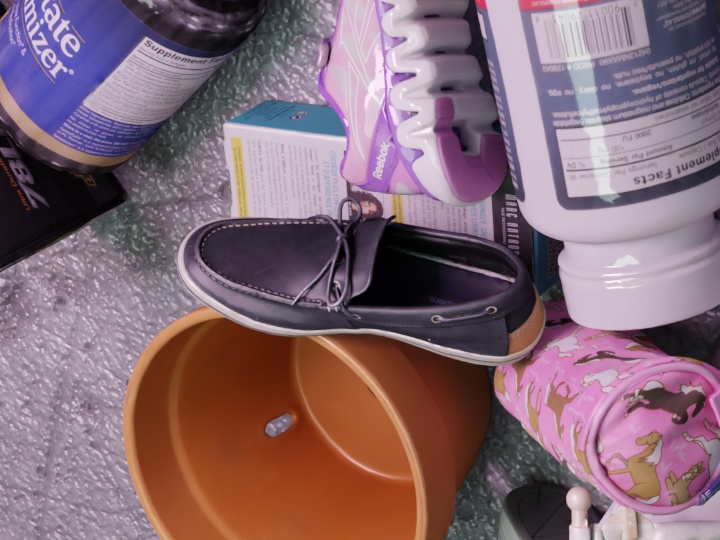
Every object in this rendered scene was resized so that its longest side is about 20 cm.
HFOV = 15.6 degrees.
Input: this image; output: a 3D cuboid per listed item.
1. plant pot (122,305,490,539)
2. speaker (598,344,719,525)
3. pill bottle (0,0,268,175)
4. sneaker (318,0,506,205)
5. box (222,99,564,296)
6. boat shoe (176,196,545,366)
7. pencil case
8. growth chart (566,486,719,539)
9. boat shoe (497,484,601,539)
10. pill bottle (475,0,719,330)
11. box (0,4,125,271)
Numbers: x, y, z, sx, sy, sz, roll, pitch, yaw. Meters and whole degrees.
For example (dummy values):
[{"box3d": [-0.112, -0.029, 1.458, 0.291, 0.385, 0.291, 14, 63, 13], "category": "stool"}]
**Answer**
[{"box3d": [-0.015, 0.087, 1.510, 0.200, 0.140, 0.200, 14, 119, 28], "category": "plant pot"}, {"box3d": [0.202, 0.098, 1.413, 0.081, 0.081, 0.200, 38, 127, 12], "category": "speaker"}, {"box3d": [-0.122, -0.151, 1.487, 0.112, 0.112, 0.200, 50, 128, 3], "category": "pill bottle"}, {"box3d": [0.013, -0.128, 1.398, 0.088, 0.080, 0.201, -11, 86, 39], "category": "sneaker"}, {"box3d": [0.020, -0.043, 1.484, 0.200, 0.049, 0.082, 9, 115, 30], "category": "box"}, {"box3d": [0.000, 0.000, 1.389, 0.200, 0.075, 0.062, 12, 146, 11], "category": "boat shoe"}, {"box3d": [0.132, 0.066, 1.375, 0.086, 0.200, 0.083, 24, 93, -15], "category": "pencil case"}, {"box3d": [0.201, 0.190, 1.381, 0.200, 0.018, 0.145, 4, 97, -6], "category": "growth chart"}, {"box3d": [0.125, 0.207, 1.470, 0.202, 0.074, 0.065, -119, 34, -45], "category": "boat shoe"}, {"box3d": [0.132, -0.078, 1.352, 0.119, 0.120, 0.200, -1, 111, 33], "category": "pill bottle"}, {"box3d": [-0.238, -0.096, 1.531, 0.050, 0.198, 0.200, -32, 91, 18], "category": "box"}]
